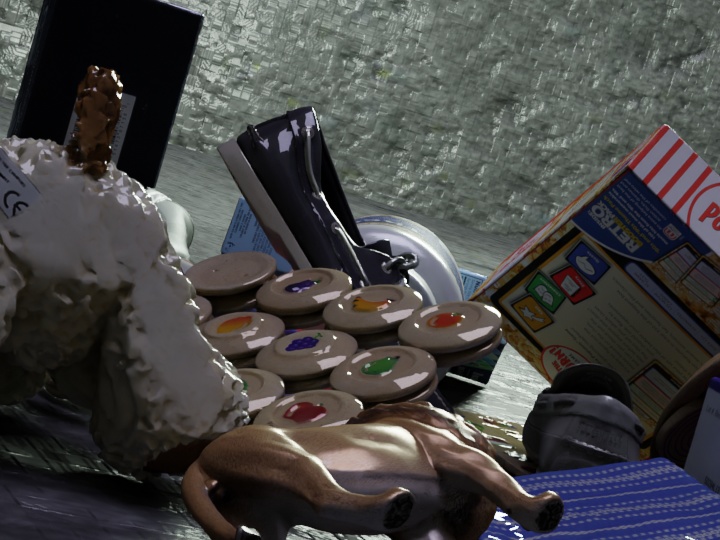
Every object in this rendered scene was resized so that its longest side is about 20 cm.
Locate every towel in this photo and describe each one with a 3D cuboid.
[{"bbox_3d":[0.117,0.117,0.881,0.145,0.024,0.200,-4,12,-18],"label":"towel"}]

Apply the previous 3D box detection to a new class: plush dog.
[{"bbox_3d":[-0.159,0.005,0.852,0.200,0.161,0.172,13,-16,-34],"label":"plush dog"}]

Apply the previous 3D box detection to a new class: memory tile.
[{"bbox_3d":[-0.044,0.036,0.951,0.200,0.017,0.153,11,30,42],"label":"memory tile"}]

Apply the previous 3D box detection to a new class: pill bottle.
[{"bbox_3d":[0.008,0.025,1.205,0.111,0.111,0.200,17,5,1],"label":"pill bottle"}]

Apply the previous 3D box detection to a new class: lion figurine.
[{"bbox_3d":[-0.007,0.084,0.765,0.200,0.073,0.122,16,11,-46],"label":"lion figurine"}]

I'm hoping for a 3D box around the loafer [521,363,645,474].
[{"bbox_3d":[0.130,0.087,1.120,0.070,0.070,0.200,17,6,0],"label":"loafer"}]

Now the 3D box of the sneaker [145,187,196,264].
[{"bbox_3d":[-0.139,-0.001,1.291,0.079,0.074,0.200,27,12,4],"label":"sneaker"}]

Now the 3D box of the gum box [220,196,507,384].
[{"bbox_3d":[0.006,0.018,1.393,0.200,0.045,0.170,18,-12,4],"label":"gum box"}]

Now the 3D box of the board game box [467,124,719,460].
[{"bbox_3d":[0.169,0.022,1.172,0.152,0.046,0.200,45,-34,-2],"label":"board game box"}]

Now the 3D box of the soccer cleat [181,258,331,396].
[{"bbox_3d":[-0.093,0.037,1.053,0.200,0.067,0.076,24,12,30],"label":"soccer cleat"}]

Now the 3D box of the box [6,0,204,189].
[{"bbox_3d":[-0.198,-0.108,1.444,0.104,0.200,0.182,16,5,-12],"label":"box"}]

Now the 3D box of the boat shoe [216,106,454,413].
[{"bbox_3d":[0.000,0.000,1.067,0.200,0.063,0.073,56,-4,9],"label":"boat shoe"}]

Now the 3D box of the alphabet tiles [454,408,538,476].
[{"bbox_3d":[0.153,0.124,1.225,0.200,0.008,0.167,15,5,-23],"label":"alphabet tiles"}]

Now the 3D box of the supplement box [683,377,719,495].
[{"bbox_3d":[0.266,0.133,0.988,0.200,0.103,0.101,15,6,-12],"label":"supplement box"}]

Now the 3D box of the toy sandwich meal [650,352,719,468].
[{"bbox_3d":[0.260,0.104,1.090,0.205,0.205,0.070,15,43,-22],"label":"toy sandwich meal"}]
